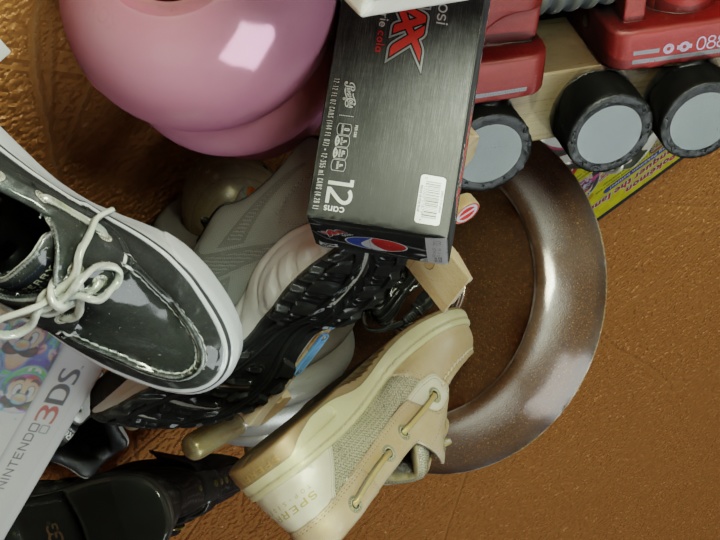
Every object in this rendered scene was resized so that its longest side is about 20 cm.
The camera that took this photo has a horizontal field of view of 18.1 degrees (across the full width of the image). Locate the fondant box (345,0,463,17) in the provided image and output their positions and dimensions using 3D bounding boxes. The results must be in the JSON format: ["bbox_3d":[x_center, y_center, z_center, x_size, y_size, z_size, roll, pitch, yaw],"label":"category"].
[{"bbox_3d":[0.002,-0.189,0.887,0.144,0.200,0.058,-15,144,-42],"label":"fondant box"}]

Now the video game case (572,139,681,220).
[{"bbox_3d":[0.174,-0.107,1.437,0.200,0.026,0.181,-36,153,-11],"label":"video game case"}]

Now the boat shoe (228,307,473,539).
[{"bbox_3d":[0.009,0.080,1.132,0.072,0.065,0.200,-38,180,34],"label":"boat shoe"}]

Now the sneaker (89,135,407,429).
[{"bbox_3d":[-0.060,0.013,1.092,0.200,0.080,0.074,-40,149,29],"label":"sneaker"}]

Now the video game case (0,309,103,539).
[{"bbox_3d":[-0.229,0.055,1.077,0.199,0.024,0.182,13,125,-31],"label":"video game case"}]

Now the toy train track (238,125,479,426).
[{"bbox_3d":[0.000,0.000,1.100,0.032,0.115,0.200,-3,139,-50],"label":"toy train track"}]

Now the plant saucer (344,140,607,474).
[{"bbox_3d":[0.039,0.011,1.242,0.200,0.200,0.032,-49,150,17],"label":"plant saucer"}]

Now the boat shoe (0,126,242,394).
[{"bbox_3d":[-0.137,-0.005,0.999,0.074,0.199,0.068,-41,-163,18],"label":"boat shoe"}]

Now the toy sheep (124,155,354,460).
[{"bbox_3d":[-0.065,0.028,1.205,0.138,0.138,0.201,-22,127,-32],"label":"toy sheep"}]

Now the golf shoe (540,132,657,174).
[{"bbox_3d":[0.124,-0.083,1.310,0.200,0.077,0.088,-31,122,-12],"label":"golf shoe"}]

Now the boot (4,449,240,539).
[{"bbox_3d":[-0.167,0.144,1.304,0.199,0.070,0.174,-7,-179,10],"label":"boot"}]

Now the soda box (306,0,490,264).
[{"bbox_3d":[0.024,-0.108,0.993,0.071,0.063,0.201,73,27,-80],"label":"soda box"}]

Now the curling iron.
[{"bbox_3d":[0.039,-0.060,1.218,0.026,0.049,0.201,37,65,-64],"label":"curling iron"}]

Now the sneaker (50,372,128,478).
[{"bbox_3d":[-0.177,0.048,1.156,0.074,0.080,0.200,-41,152,6],"label":"sneaker"}]

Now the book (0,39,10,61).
[{"bbox_3d":[-0.251,-0.065,0.897,0.200,0.048,0.134,-42,143,-3],"label":"book"}]

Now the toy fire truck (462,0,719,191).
[{"bbox_3d":[0.109,-0.143,1.072,0.175,0.129,0.201,-9,130,-16],"label":"toy fire truck"}]

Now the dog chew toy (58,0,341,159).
[{"bbox_3d":[-0.061,-0.109,1.027,0.124,0.125,0.200,-39,161,-2],"label":"dog chew toy"}]
